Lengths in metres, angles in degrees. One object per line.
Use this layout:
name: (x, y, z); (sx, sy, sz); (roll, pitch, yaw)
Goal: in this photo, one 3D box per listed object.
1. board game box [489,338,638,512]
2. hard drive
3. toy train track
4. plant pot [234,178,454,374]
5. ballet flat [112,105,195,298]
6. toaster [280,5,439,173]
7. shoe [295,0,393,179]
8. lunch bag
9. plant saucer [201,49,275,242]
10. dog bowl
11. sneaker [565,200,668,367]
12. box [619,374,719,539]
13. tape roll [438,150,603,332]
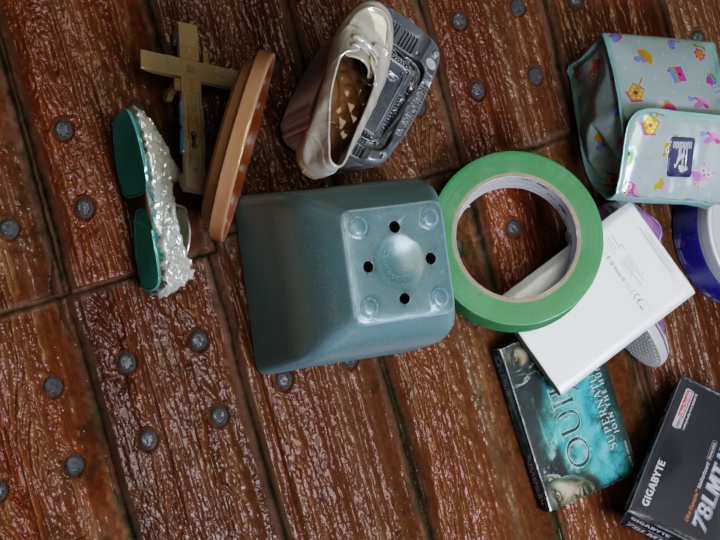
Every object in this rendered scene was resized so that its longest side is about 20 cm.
board game box: (0.241, 0.166, 1.871); (0.134, 0.028, 0.202); (-20, 94, -25)
hard drive: (0.270, 0.032, 1.838); (0.199, 0.027, 0.132); (-36, 89, -8)
toy train track: (-0.184, -0.168, 1.674); (0.114, 0.033, 0.202); (10, 60, -29)
plant pot: (0.000, 0.000, 1.681); (0.194, 0.200, 0.198); (-8, 90, -24)
ballet flat: (-0.214, -0.074, 1.667); (0.071, 0.072, 0.202); (-10, 96, -25)
toaster: (-0.008, -0.184, 1.729); (0.113, 0.129, 0.201); (32, 73, -18)
shoe: (-0.007, -0.187, 1.629); (0.069, 0.053, 0.202); (24, 76, -21)
lunch bag: (0.349, -0.170, 1.874); (0.169, 0.122, 0.202); (2, 65, -23)
plant saucer: (-0.129, -0.130, 1.637); (0.032, 0.200, 0.202); (16, 79, -1)
dog bowl: (0.489, -0.055, 1.974); (0.198, 0.079, 0.203); (2, 85, -25)
sneaker: (0.340, 0.008, 1.907); (0.114, 0.072, 0.202); (-32, 99, -26)
box: (0.432, 0.253, 1.879); (0.197, 0.050, 0.201); (27, 60, 6)
tape roll: (0.174, -0.032, 1.804); (0.198, 0.048, 0.203); (0, 78, -2)
